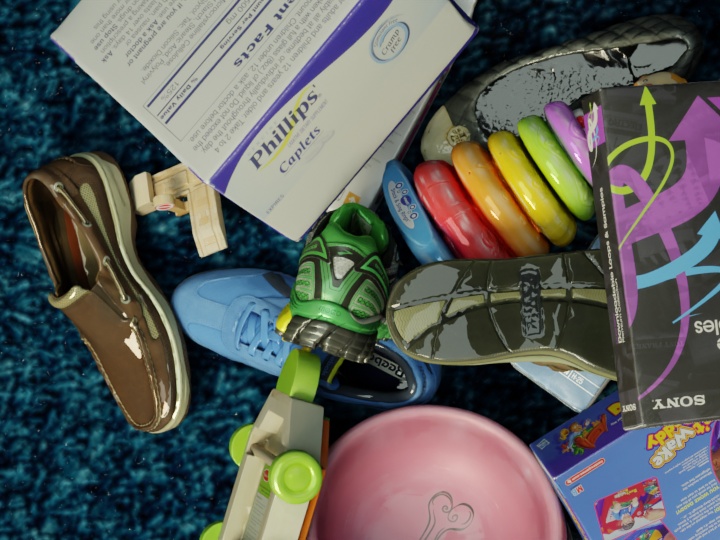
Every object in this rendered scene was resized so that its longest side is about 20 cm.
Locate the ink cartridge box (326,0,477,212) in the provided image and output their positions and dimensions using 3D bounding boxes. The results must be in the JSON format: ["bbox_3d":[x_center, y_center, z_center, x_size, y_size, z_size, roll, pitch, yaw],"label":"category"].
[{"bbox_3d":[0.007,-0.137,1.199,0.095,0.037,0.200,29,100,9],"label":"ink cartridge box"}]

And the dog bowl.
[{"bbox_3d":[0.045,0.175,1.138,0.199,0.074,0.201,1,60,-1],"label":"dog bowl"}]

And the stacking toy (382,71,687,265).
[{"bbox_3d":[0.123,-0.063,1.125,0.200,0.110,0.116,-35,43,11],"label":"stacking toy"}]

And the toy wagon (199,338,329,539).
[{"bbox_3d":[-0.055,0.133,1.123,0.039,0.155,0.201,18,87,-14],"label":"toy wagon"}]

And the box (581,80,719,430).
[{"bbox_3d":[0.214,-0.012,1.040,0.142,0.036,0.201,-5,85,-12],"label":"box"}]

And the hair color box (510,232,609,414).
[{"bbox_3d":[0.180,-0.009,1.139,0.060,0.100,0.200,36,98,9],"label":"hair color box"}]

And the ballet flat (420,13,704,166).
[{"bbox_3d":[0.129,-0.120,1.165,0.200,0.057,0.067,-24,87,11],"label":"ballet flat"}]

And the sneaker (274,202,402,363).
[{"bbox_3d":[0.000,0.000,1.124,0.078,0.200,0.085,19,98,0],"label":"sneaker"}]

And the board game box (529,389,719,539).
[{"bbox_3d":[0.224,0.115,1.113,0.200,0.045,0.135,-31,118,-2],"label":"board game box"}]

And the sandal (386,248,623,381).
[{"bbox_3d":[0.116,0.027,1.072,0.200,0.057,0.080,5,80,4],"label":"sandal"}]

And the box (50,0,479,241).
[{"bbox_3d":[-0.063,-0.151,1.121,0.184,0.105,0.200,-49,52,2],"label":"box"}]

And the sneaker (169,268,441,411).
[{"bbox_3d":[-0.041,0.045,1.197,0.199,0.078,0.066,18,98,11],"label":"sneaker"}]

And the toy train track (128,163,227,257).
[{"bbox_3d":[-0.082,-0.082,1.188,0.200,0.033,0.115,-20,70,28],"label":"toy train track"}]

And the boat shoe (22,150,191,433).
[{"bbox_3d":[-0.183,0.020,1.215,0.075,0.075,0.203,-27,82,39],"label":"boat shoe"}]
